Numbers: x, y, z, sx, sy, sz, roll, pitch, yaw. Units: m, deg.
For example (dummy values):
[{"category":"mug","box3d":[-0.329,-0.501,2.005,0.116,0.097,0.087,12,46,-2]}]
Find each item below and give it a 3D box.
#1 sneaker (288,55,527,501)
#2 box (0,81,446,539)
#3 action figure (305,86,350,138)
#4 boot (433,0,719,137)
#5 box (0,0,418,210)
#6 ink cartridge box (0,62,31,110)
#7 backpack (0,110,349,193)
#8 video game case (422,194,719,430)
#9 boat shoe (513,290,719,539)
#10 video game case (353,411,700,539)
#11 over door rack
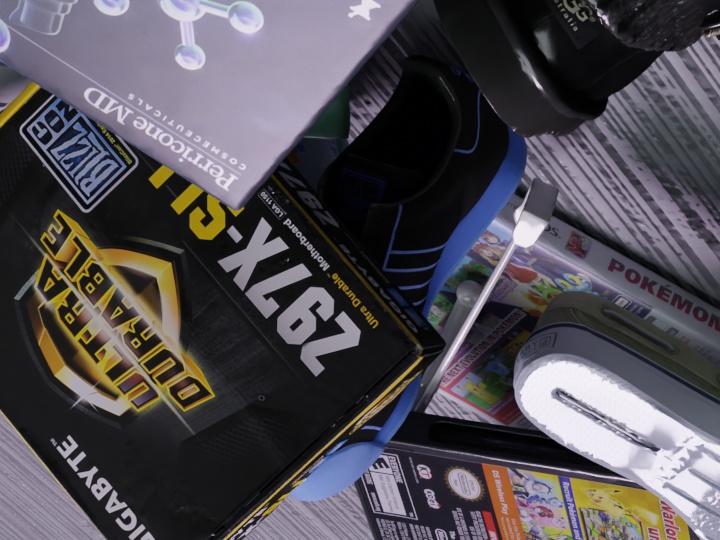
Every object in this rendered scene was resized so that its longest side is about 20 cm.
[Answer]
[{"category":"sneaker","box3d":[0.000,0.000,0.970,0.070,0.200,0.078,19,167,37]},{"category":"box","box3d":[-0.087,0.012,0.938,0.200,0.160,0.049,50,-168,10]},{"category":"action figure","box3d":[-0.042,-0.148,0.910,0.118,0.055,0.200,23,145,9]},{"category":"boot","box3d":[0.117,-0.117,0.798,0.158,0.211,0.079,-33,97,13]},{"category":"box","box3d":[-0.044,-0.146,0.796,0.148,0.107,0.200,32,132,-12]},{"category":"ink cartridge box","box3d":[-0.224,-0.099,1.051,0.039,0.100,0.200,1,158,-46]},{"category":"backpack","box3d":[-0.099,-0.018,1.056,0.200,0.176,0.153,3,160,41]},{"category":"video game case","box3d":[0.102,0.040,1.148,0.182,0.023,0.200,29,153,-6]},{"category":"boat shoe","box3d":[0.159,0.075,0.971,0.200,0.062,0.072,35,132,-10]},{"category":"video game case","box3d":[0.095,0.147,1.115,0.181,0.026,0.200,8,141,23]},{"category":"over door rack","box3d":[0.115,0.043,1.059,0.148,0.067,0.200,25,140,-2]}]
